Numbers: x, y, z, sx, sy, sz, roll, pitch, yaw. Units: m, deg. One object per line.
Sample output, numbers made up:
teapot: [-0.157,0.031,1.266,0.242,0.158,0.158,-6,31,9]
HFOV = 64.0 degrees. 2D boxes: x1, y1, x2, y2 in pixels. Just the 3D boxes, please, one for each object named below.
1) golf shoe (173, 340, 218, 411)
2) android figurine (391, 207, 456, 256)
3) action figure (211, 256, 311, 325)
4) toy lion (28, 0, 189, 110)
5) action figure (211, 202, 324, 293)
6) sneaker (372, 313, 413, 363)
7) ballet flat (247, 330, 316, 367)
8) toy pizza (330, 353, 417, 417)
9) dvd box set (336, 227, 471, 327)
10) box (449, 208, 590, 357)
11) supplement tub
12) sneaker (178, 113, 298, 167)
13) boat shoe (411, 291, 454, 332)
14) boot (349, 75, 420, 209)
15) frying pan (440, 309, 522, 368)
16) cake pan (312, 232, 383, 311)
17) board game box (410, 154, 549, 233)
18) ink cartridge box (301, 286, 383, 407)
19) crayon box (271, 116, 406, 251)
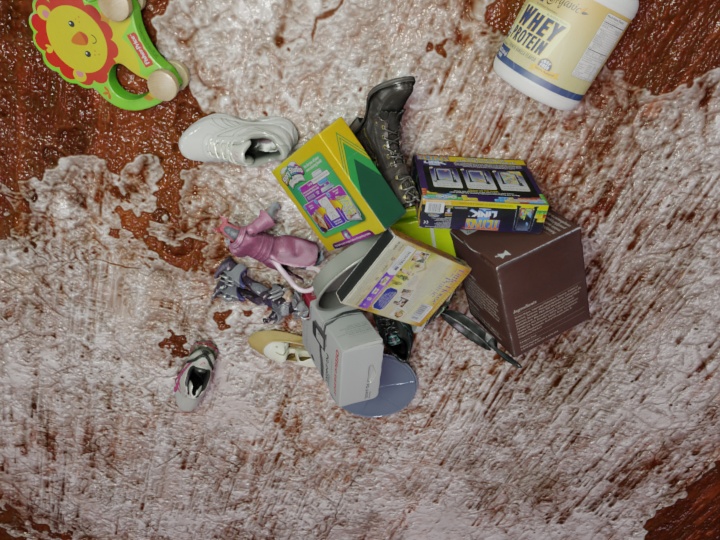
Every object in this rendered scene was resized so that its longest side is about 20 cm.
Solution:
golf shoe: [-0.367,0.247,1.251,0.072,0.092,0.201,17,124,-13]
android figurine: [0.112,-0.049,1.084,0.199,0.041,0.183,-11,123,8]
action figure: [-0.185,0.053,1.109,0.199,0.070,0.130,22,141,8]
toy lion: [-0.393,-0.338,0.883,0.191,0.069,0.201,-15,123,18]
action figure: [-0.177,-0.035,1.038,0.199,0.149,0.134,21,129,-30]
sneaker: [0.065,0.099,1.161,0.075,0.079,0.201,-19,120,12]
ballet flat: [-0.141,0.169,1.216,0.199,0.063,0.069,6,124,-4]
toy pizza: [0.028,0.253,1.292,0.199,0.032,0.201,0,125,0]
dvd box set: [0.076,0.017,0.961,0.199,0.029,0.147,19,119,-40]
box: [0.283,0.008,1.023,0.163,0.166,0.201,-25,123,-8]
supplement tub: [0.297,-0.350,0.821,0.144,0.145,0.201,19,121,-13]
sneaker: [-0.205,-0.207,0.941,0.199,0.100,0.078,-5,124,3]
boat shoe: [0.144,0.063,1.118,0.063,0.071,0.200,3,147,-9]
boot: [0.055,-0.181,0.895,0.069,0.175,0.200,-15,167,-26]
frying pan: [0.210,0.113,1.040,0.115,0.190,0.031,39,83,-16]
cake pan: [0.000,0.000,1.008,0.200,0.200,0.037,-40,71,23]
board game box: [0.188,-0.130,0.954,0.198,0.166,0.057,3,124,-2]
ink cartridge box: [-0.041,0.137,1.105,0.083,0.200,0.146,-12,126,-23]
crayon box: [-0.041,-0.129,0.927,0.173,0.058,0.200,55,152,-11]
